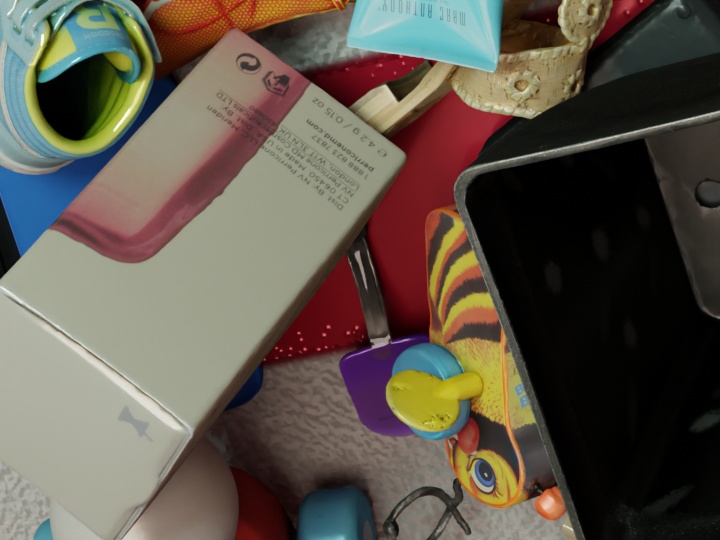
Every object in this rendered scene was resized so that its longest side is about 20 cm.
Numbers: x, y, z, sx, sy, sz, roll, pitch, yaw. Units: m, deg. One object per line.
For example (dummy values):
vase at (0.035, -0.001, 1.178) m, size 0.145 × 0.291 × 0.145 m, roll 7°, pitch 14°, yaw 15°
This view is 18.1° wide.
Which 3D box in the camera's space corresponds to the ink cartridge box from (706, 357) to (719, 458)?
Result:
ink cartridge box at (0.256, 0.130, 1.090) m, size 0.145 × 0.088 × 0.200 m, roll -8°, pitch 120°, yaw 15°

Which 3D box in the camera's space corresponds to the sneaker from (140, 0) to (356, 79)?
sneaker at (-0.038, -0.142, 1.078) m, size 0.200 × 0.073 × 0.077 m, roll -34°, pitch 101°, yaw 29°

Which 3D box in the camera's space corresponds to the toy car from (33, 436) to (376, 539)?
toy car at (-0.101, 0.128, 1.156) m, size 0.184 × 0.177 × 0.200 m, roll -6°, pitch 125°, yaw 10°

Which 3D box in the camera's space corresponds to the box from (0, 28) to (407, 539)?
box at (-0.087, 0.006, 1.056) m, size 0.109 × 0.200 × 0.128 m, roll 37°, pitch 142°, yaw 1°

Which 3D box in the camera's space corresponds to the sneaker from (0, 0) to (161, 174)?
sneaker at (-0.138, -0.144, 1.058) m, size 0.079 × 0.131 × 0.200 m, roll -8°, pitch 98°, yaw -24°

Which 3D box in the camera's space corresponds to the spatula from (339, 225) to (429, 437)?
spatula at (0.000, 0.000, 1.165) m, size 0.056 × 0.021 × 0.200 m, roll -16°, pitch 108°, yaw 12°

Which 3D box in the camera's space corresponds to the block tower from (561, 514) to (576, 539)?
block tower at (0.140, 0.161, 1.120) m, size 0.058 × 0.054 × 0.200 m, roll 26°, pitch 156°, yaw 21°

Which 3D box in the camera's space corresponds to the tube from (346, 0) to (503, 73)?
tube at (0.044, -0.193, 1.004) m, size 0.077 × 0.050 × 0.200 m, roll 15°, pitch 100°, yaw 34°

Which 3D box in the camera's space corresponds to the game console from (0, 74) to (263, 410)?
game console at (-0.169, -0.007, 1.219) m, size 0.171 × 0.118 × 0.200 m, roll 10°, pitch 122°, yaw 48°

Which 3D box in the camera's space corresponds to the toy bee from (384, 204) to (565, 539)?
toy bee at (0.078, 0.069, 1.122) m, size 0.109 × 0.131 × 0.200 m, roll 31°, pitch 148°, yaw 43°

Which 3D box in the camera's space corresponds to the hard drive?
hard drive at (0.173, -0.027, 1.091) m, size 0.200 × 0.033 × 0.140 m, roll 46°, pitch 120°, yaw -8°

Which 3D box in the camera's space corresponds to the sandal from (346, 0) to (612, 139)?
sandal at (0.073, -0.092, 1.063) m, size 0.212 × 0.078 × 0.070 m, roll -37°, pitch 88°, yaw 36°

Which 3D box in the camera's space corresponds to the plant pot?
plant pot at (0.179, -0.007, 0.978) m, size 0.200 × 0.177 × 0.200 m, roll -13°, pitch 110°, yaw 22°
